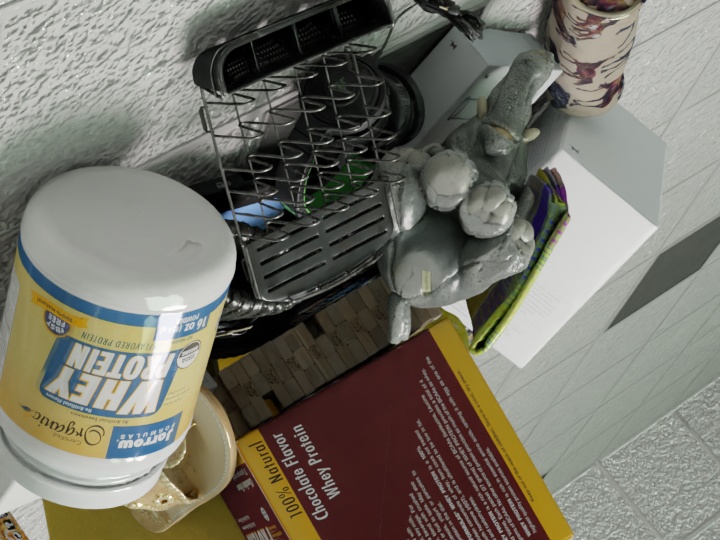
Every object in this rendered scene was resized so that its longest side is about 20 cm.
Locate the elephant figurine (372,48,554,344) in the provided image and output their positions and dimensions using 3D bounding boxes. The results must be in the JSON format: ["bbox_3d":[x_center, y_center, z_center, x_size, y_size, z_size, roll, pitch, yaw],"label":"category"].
[{"bbox_3d":[0.086,-0.064,1.397,0.154,0.142,0.200,-16,-159,22],"label":"elephant figurine"}]

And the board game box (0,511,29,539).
[{"bbox_3d":[-0.339,0.201,1.308,0.046,0.152,0.200,-48,161,25],"label":"board game box"}]

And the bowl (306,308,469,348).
[{"bbox_3d":[-0.007,0.099,1.574,0.200,0.107,0.201,-44,-152,30],"label":"bowl"}]

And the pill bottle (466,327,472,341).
[{"bbox_3d":[0.115,0.021,1.877,0.112,0.112,0.200,-46,161,20],"label":"pill bottle"}]

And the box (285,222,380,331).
[{"bbox_3d":[0.000,0.000,1.573,0.198,0.050,0.200,-15,168,-41],"label":"box"}]

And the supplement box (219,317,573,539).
[{"bbox_3d":[0.018,0.179,1.401,0.199,0.198,0.133,-29,176,-20],"label":"supplement box"}]

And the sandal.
[{"bbox_3d":[-0.157,0.163,1.358,0.070,0.078,0.212,-35,169,-33],"label":"sandal"}]

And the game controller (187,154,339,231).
[{"bbox_3d":[-0.101,-0.042,1.384,0.199,0.042,0.104,-18,153,-49],"label":"game controller"}]

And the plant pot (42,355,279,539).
[{"bbox_3d":[-0.169,0.184,1.562,0.199,0.197,0.194,-15,168,13],"label":"plant pot"}]

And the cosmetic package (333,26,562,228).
[{"bbox_3d":[0.064,-0.119,1.525,0.200,0.052,0.150,-47,159,25],"label":"cosmetic package"}]

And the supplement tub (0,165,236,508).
[{"bbox_3d":[-0.173,0.047,1.212,0.144,0.144,0.201,-22,139,-45],"label":"supplement tub"}]

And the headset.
[{"bbox_3d":[0.013,-0.119,1.340,0.201,0.094,0.123,-61,158,12],"label":"headset"}]

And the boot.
[{"bbox_3d":[-0.087,0.012,1.368,0.158,0.080,0.211,-32,171,41],"label":"boot"}]

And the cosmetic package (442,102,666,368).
[{"bbox_3d":[0.181,-0.051,1.695,0.200,0.123,0.200,-50,-172,28],"label":"cosmetic package"}]

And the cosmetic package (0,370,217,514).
[{"bbox_3d":[-0.222,0.099,1.373,0.199,0.108,0.085,-18,154,-46],"label":"cosmetic package"}]

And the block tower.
[{"bbox_3d":[-0.026,0.062,1.446,0.199,0.058,0.054,-32,175,-10],"label":"block tower"}]

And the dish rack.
[{"bbox_3d":[-0.033,-0.081,1.232,0.153,0.054,0.201,-27,114,-33],"label":"dish rack"}]

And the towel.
[{"bbox_3d":[0.125,-0.010,1.462,0.144,0.023,0.200,-60,-176,12],"label":"towel"}]

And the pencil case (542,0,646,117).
[{"bbox_3d":[0.205,-0.209,1.547,0.089,0.078,0.200,-27,160,-11],"label":"pencil case"}]
